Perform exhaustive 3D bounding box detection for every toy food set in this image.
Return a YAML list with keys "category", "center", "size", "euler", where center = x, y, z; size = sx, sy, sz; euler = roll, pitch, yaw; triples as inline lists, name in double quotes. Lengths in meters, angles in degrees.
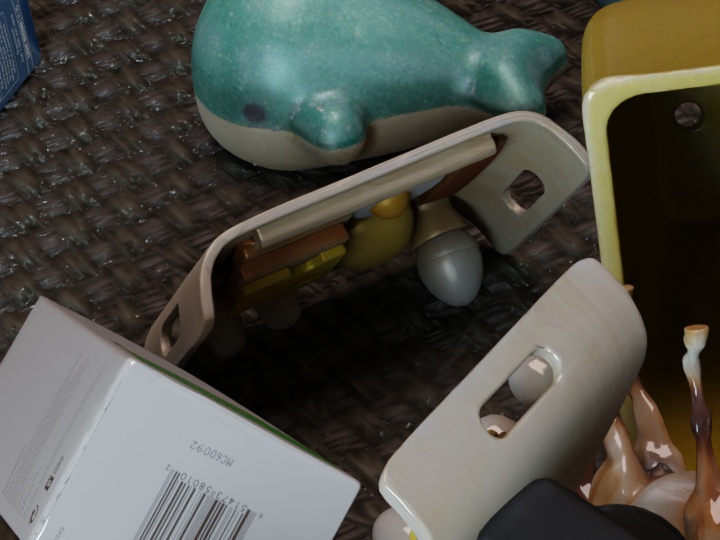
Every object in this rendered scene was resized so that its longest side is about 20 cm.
- category: "toy food set"
  center: [0.025, 0.100, 1.008]
  size: [0.060, 0.200, 0.143]
  euler: [35, 47, 13]
- category: "toy food set"
  center: [0.000, 0.000, 1.243]
  size: [0.199, 0.061, 0.144]
  euler: [-23, -8, -19]

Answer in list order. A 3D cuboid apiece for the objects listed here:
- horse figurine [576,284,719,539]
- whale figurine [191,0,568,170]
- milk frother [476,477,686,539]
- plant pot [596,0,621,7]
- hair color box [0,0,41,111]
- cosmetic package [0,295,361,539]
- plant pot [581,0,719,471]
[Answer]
- category: "horse figurine"
  center: [0.123, 0.080, 1.051]
  size: [0.050, 0.133, 0.200]
  euler: [-9, 12, -25]
- category: "whale figurine"
  center: [0.006, -0.119, 1.425]
  size: [0.199, 0.104, 0.159]
  euler: [4, 35, 19]
- category: "milk frother"
  center: [0.080, 0.189, 0.860]
  size: [0.200, 0.180, 0.188]
  euler: [-55, 40, -1]
- category: "plant pot"
  center: [0.176, -0.272, 1.527]
  size: [0.141, 0.201, 0.141]
  euler: [-18, 34, -12]
- category: "hair color box"
  center: [-0.264, -0.095, 1.496]
  size: [0.099, 0.061, 0.200]
  euler: [3, 36, 19]
- category: "cosmetic package"
  center: [-0.087, 0.080, 1.066]
  size: [0.085, 0.107, 0.200]
  euler: [-61, 19, -2]
- category: "plant pot"
  center: [0.192, -0.040, 1.194]
  size: [0.194, 0.195, 0.200]
  euler: [-8, 24, 1]
